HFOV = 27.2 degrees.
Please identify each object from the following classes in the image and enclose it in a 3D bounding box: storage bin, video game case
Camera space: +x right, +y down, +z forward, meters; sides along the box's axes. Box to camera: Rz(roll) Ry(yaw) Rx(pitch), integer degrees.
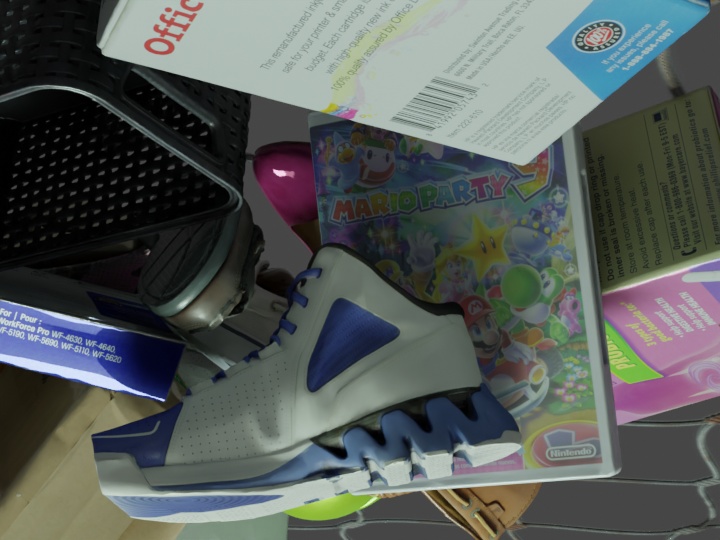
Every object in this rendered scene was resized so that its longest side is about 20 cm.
[{"bbox_3d":[-0.162,-0.077,0.704,0.199,0.094,0.135,-13,152,30],"label":"storage bin"},{"bbox_3d":[0.049,0.008,0.749,0.143,0.201,0.018,-8,176,24],"label":"video game case"}]

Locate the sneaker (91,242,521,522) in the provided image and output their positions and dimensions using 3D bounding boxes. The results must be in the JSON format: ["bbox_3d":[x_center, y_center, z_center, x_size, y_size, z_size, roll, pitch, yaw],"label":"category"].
[{"bbox_3d":[-0.030,0.052,0.721,0.198,0.116,0.081,-10,161,-4],"label":"sneaker"}]

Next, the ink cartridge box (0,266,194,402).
[{"bbox_3d":[-0.151,0.031,0.784,0.099,0.039,0.200,15,-179,-14],"label":"ink cartridge box"}]

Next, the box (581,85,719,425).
[{"bbox_3d":[0.138,0.009,0.827,0.199,0.097,0.176,-19,150,24],"label":"box"}]

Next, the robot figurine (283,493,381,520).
[{"bbox_3d":[-0.009,0.100,1.006,0.175,0.116,0.200,-35,172,26],"label":"robot figurine"}]

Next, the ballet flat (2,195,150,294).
[{"bbox_3d":[-0.199,-0.016,0.899,0.199,0.069,0.071,-4,138,6],"label":"ballet flat"}]

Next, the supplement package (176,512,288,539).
[{"bbox_3d":[-0.167,0.167,1.194,0.150,0.153,0.200,18,153,-29],"label":"supplement package"}]

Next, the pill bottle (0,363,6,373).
[{"bbox_3d":[-0.292,0.078,1.055,0.110,0.112,0.200,-5,155,17],"label":"pill bottle"}]

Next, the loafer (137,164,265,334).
[{"bbox_3d":[-0.074,-0.007,0.777,0.063,0.072,0.200,42,-176,-19],"label":"loafer"}]

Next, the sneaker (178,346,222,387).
[{"bbox_3d":[-0.096,0.107,1.092,0.199,0.116,0.075,12,155,-19],"label":"sneaker"}]

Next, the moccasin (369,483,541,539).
[{"bbox_3d":[0.017,0.101,0.844,0.201,0.078,0.074,34,174,-38],"label":"moccasin"}]

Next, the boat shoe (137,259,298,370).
[{"bbox_3d":[-0.069,0.028,0.932,0.200,0.070,0.071,25,163,48],"label":"boat shoe"}]

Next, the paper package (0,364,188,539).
[{"bbox_3d":[-0.188,0.132,0.929,0.103,0.191,0.200,39,178,-21],"label":"paper package"}]

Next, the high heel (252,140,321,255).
[{"bbox_3d":[0.000,0.000,0.857,0.067,0.097,0.200,-12,152,32],"label":"high heel"}]

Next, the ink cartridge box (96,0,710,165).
[{"bbox_3d":[0.012,-0.126,0.580,0.199,0.085,0.144,11,155,-22],"label":"ink cartridge box"}]
